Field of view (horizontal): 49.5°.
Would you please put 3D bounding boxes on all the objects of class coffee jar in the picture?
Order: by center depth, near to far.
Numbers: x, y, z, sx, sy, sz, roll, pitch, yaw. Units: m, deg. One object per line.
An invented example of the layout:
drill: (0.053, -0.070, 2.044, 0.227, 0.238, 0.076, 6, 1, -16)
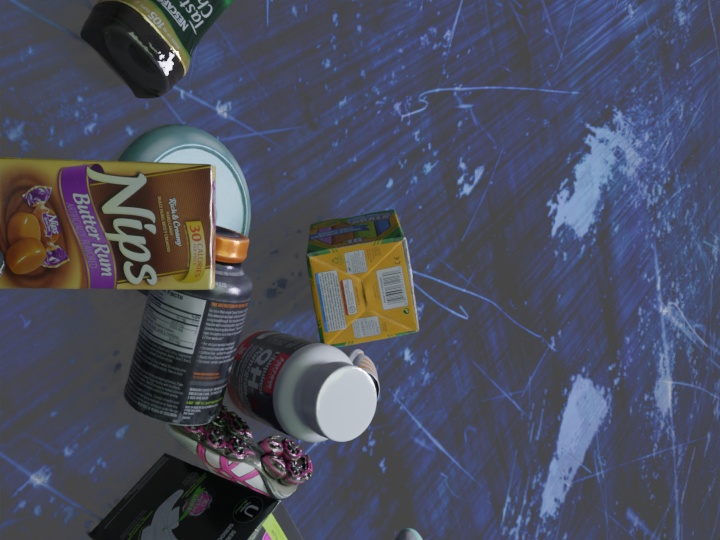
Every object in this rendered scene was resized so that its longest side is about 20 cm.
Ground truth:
coffee jar: (-0.194, -0.278, 0.805, 0.104, 0.085, 0.201, 49, 60, -41)

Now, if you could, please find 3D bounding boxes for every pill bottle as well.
pill bottle: (-0.176, 0.052, 0.827, 0.106, 0.106, 0.202, 7, 103, -49)
pill bottle: (-0.071, 0.135, 0.907, 0.110, 0.199, 0.112, -3, 95, -36)

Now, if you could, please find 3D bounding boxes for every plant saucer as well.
plant saucer: (-0.194, -0.062, 0.881, 0.199, 0.027, 0.203, -10, 103, -49)

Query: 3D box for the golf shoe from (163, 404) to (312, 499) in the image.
golf shoe: (-0.156, 0.223, 0.926, 0.199, 0.092, 0.073, 35, 24, -26)

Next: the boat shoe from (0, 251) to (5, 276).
boat shoe: (-0.358, 0.069, 0.664, 0.066, 0.074, 0.201, 44, 67, -37)

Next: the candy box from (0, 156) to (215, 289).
candy box: (-0.235, -0.043, 0.726, 0.197, 0.056, 0.118, 0, 96, -9)

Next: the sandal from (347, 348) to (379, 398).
sandal: (-0.007, 0.171, 1.047, 0.207, 0.059, 0.080, -48, 150, -73)

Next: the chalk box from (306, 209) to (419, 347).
chalk box: (0.000, 0.000, 1.014, 0.200, 0.122, 0.126, -98, 178, -74)

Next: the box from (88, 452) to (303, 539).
box: (-0.161, 0.311, 0.838, 0.124, 0.199, 0.150, -47, 127, -34)

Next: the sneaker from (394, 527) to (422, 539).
sneaker: (0.026, 0.485, 1.174, 0.139, 0.077, 0.202, 30, 72, -48)
